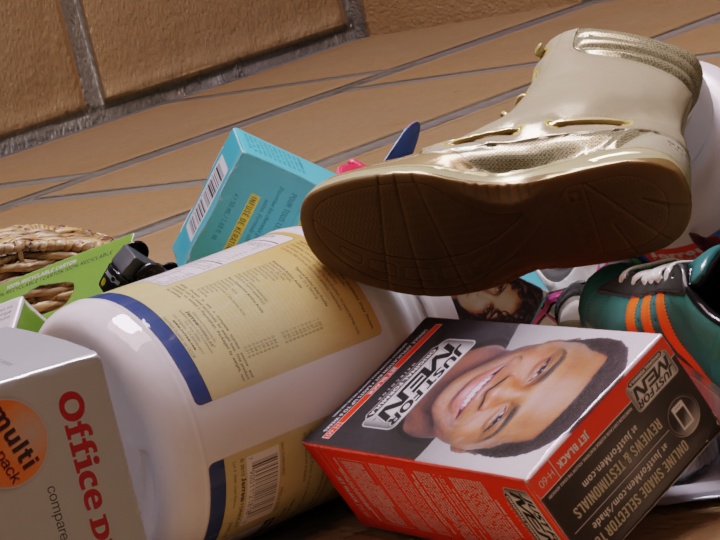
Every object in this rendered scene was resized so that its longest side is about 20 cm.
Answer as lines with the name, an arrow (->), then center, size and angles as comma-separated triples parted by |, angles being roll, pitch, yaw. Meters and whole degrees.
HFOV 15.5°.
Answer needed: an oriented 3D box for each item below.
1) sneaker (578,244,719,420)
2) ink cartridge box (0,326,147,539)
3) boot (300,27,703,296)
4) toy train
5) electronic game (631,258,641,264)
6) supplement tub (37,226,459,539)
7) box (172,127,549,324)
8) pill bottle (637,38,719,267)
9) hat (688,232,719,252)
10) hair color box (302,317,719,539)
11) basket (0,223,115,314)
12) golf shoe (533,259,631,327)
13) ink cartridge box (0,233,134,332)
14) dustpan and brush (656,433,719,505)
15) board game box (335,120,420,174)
sneaker -> 0.167, 0.018, 1.252 | 0.071, 0.080, 0.200 | -14, 22, -23
ink cartridge box -> -0.212, 0.124, 1.220 | 0.199, 0.146, 0.145 | -18, 11, -23
boot -> 0.077, -0.061, 1.369 | 0.199, 0.073, 0.156 | -9, 30, 17
toy train -> -0.077, 0.044, 1.522 | 0.046, 0.200, 0.034 | -49, 42, 7
electronic game -> 0.115, -0.022, 1.695 | 0.199, 0.042, 0.200 | 14, -7, 2
supplement tub -> -0.057, 0.060, 1.380 | 0.199, 0.145, 0.144 | -20, 11, -35
box -> 0.000, 0.000, 1.506 | 0.199, 0.083, 0.049 | 24, 14, -17
pill bottle -> 0.190, -0.052, 1.512 | 0.112, 0.113, 0.200 | -8, -26, 29
hat -> 0.222, 0.034, 1.312 | 0.176, 0.166, 0.200 | -37, -8, 38
hair color box -> 0.068, 0.078, 1.257 | 0.102, 0.061, 0.200 | -45, 23, -23
basket -> -0.242, 0.043, 1.746 | 0.199, 0.143, 0.149 | -15, 10, -12
golf shoe -> 0.131, 0.007, 1.588 | 0.072, 0.093, 0.200 | -17, 9, -11
ink cartridge box -> -0.219, 0.055, 1.475 | 0.147, 0.076, 0.201 | -20, 42, 31
dustpan and brush -> 0.169, 0.059, 1.322 | 0.139, 0.058, 0.200 | -10, 10, 23
board game box -> -0.028, -0.016, 1.673 | 0.200, 0.039, 0.158 | -58, -6, -26
